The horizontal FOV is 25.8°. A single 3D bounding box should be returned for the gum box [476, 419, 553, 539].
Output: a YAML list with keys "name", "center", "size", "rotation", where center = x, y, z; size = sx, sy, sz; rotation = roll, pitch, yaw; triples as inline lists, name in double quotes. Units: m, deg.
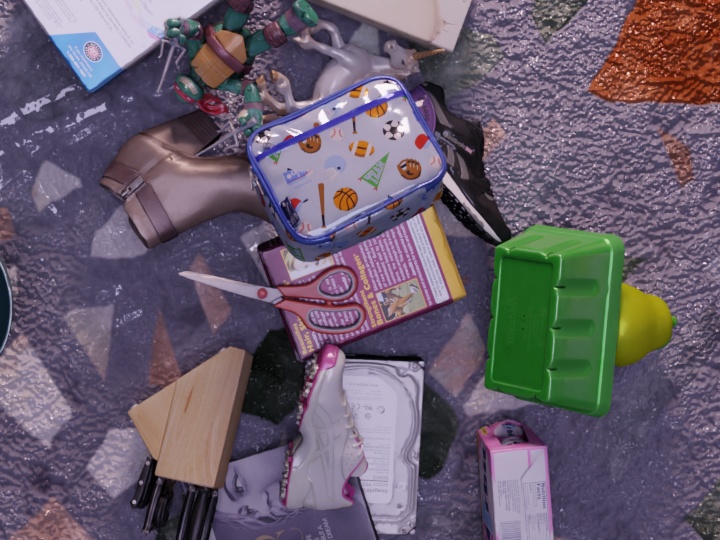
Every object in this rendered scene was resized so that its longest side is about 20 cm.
- name: "gum box"
  center: [0.173, 0.274, 1.759]
  size: [0.065, 0.114, 0.202]
  rotation: [-5, 96, -4]

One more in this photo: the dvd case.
- name: "dvd case"
  center: [-0.089, 0.274, 1.760]
  size: [0.198, 0.016, 0.150]
  rotation: [-17, 93, 13]

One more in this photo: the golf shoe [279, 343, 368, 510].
- name: "golf shoe"
  center: [-0.030, 0.171, 1.688]
  size: [0.091, 0.075, 0.202]
  rotation: [11, 118, -2]

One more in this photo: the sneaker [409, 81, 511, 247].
- name: "sneaker"
  center: [0.116, -0.120, 1.739]
  size: [0.087, 0.076, 0.200]
  rotation: [-41, 97, -6]

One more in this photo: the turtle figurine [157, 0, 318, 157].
- name: "turtle figurine"
  center: [-0.145, -0.227, 1.656]
  size: [0.149, 0.101, 0.200]
  rotation: [38, 107, -24]

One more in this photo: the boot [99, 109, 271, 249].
- name: "boot"
  center: [-0.179, -0.076, 1.708]
  size: [0.146, 0.070, 0.200]
  rotation: [-41, 77, -14]

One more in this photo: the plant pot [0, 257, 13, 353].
- name: "plant pot"
  center: [-0.462, 0.030, 1.676]
  size: [0.198, 0.135, 0.202]
  rotation: [0, 96, -4]

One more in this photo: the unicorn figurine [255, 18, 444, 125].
- name: "unicorn figurine"
  center: [-0.025, -0.213, 1.724]
  size: [0.137, 0.074, 0.200]
  rotation: [34, 107, -18]

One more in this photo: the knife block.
- name: "knife block"
  center: [-0.170, 0.205, 1.730]
  size: [0.199, 0.064, 0.176]
  rotation: [-32, 82, -1]

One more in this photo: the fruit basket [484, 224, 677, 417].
- name: "fruit basket"
  center: [0.246, 0.056, 1.751]
  size: [0.215, 0.155, 0.218]
  rotation: [-11, 105, -46]

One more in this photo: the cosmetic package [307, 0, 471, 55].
- name: "cosmetic package"
  center: [0.023, -0.318, 1.710]
  size: [0.198, 0.073, 0.104]
  rotation: [20, 94, -5]

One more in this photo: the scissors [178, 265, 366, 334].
- name: "scissors"
  center: [-0.093, 0.033, 1.662]
  size: [0.198, 0.014, 0.074]
  rotation: [-1, 97, -5]

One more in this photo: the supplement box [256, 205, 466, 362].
- name: "supplement box"
  center: [0.000, 0.000, 1.724]
  size: [0.198, 0.103, 0.132]
  rotation: [-20, 97, -3]

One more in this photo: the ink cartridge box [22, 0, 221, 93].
- name: "ink cartridge box"
  center: [-0.249, -0.306, 1.684]
  size: [0.199, 0.085, 0.145]
  rotation: [-35, 98, 0]

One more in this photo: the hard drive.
- name: "hard drive"
  center: [-0.001, 0.196, 1.778]
  size: [0.138, 0.038, 0.202]
  rotation: [3, 96, -4]

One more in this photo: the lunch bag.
- name: "lunch bag"
  center: [-0.021, -0.110, 1.645]
  size: [0.199, 0.076, 0.161]
  rotation: [-24, 71, -10]
